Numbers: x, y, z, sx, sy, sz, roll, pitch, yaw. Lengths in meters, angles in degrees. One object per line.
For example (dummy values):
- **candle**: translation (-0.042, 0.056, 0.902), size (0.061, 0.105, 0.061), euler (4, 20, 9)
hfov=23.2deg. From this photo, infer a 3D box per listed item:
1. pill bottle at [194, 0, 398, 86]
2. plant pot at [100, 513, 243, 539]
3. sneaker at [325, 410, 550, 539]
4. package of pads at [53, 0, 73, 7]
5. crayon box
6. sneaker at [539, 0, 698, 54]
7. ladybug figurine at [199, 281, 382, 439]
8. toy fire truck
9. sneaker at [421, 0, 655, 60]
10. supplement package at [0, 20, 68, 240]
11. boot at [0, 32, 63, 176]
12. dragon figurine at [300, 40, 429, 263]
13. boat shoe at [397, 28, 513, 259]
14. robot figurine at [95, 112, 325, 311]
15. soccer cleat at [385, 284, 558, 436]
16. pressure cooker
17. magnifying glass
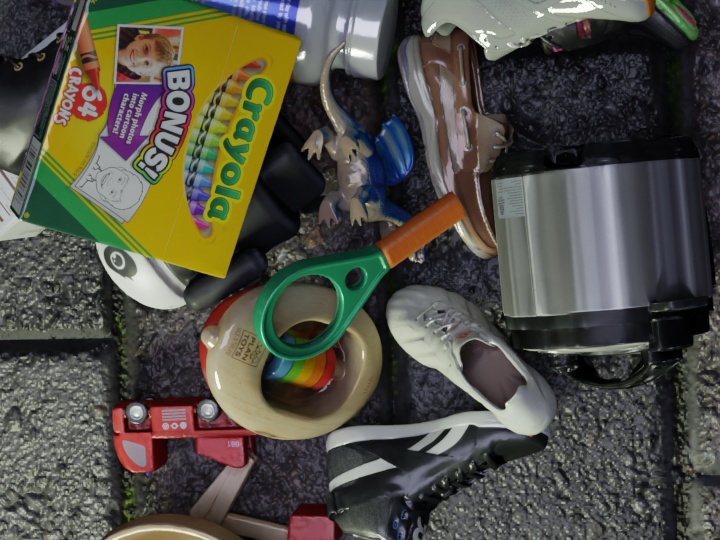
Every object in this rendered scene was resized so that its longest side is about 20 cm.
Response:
- **pill bottle**: translation (-0.073, -0.217, 1.480), size (0.199, 0.112, 0.113), euler (12, 96, 9)
- **plant pot**: translation (-0.149, 0.297, 1.534), size (0.200, 0.093, 0.202), euler (3, 105, 13)
- **sneaker**: translation (0.068, 0.186, 1.492), size (0.199, 0.073, 0.112), euler (-8, 67, 19)
- **package of pads**: translation (-0.326, -0.295, 1.492), size (0.199, 0.154, 0.068), euler (25, 93, 7)
- **crayon box**: translation (-0.160, -0.115, 1.370), size (0.172, 0.058, 0.201), euler (16, 97, -22)
- **sneaker**: translation (0.185, -0.217, 1.463), size (0.199, 0.077, 0.084), euler (19, 104, 17)
- **ladybug figurine**: translation (-0.065, 0.070, 1.477), size (0.072, 0.200, 0.136), euler (28, 92, 43)
- **toy fire truck**: translation (-0.118, 0.178, 1.551), size (0.199, 0.049, 0.142), euler (-3, 96, 11)
- **sneaker**: translation (0.139, -0.210, 1.408), size (0.199, 0.076, 0.092), euler (14, 107, 25)
- **supplement package**: translation (-0.257, -0.127, 1.517), size (0.200, 0.114, 0.110), euler (-37, 87, 11)
- **boot**: translation (-0.270, -0.166, 1.425), size (0.150, 0.073, 0.201), euler (13, 101, 9)
- **dragon figurine**: translation (0.005, -0.095, 1.473), size (0.059, 0.099, 0.201), euler (-6, 102, 35)
- **boat shoe**: translation (0.092, -0.110, 1.478), size (0.071, 0.076, 0.201), euler (-17, 93, 15)
- **robot figurine**: translation (-0.132, -0.053, 1.495), size (0.200, 0.150, 0.125), euler (-32, 105, 10)
- **soccer cleat**: translation (0.087, 0.063, 1.458), size (0.069, 0.078, 0.200), euler (-49, 52, -2)
- **pressure cooker**: translation (0.195, -0.004, 1.420), size (0.178, 0.176, 0.201), euler (-5, 90, 13)
- **magnifying glass**: translation (0.000, 0.000, 1.417), size (0.200, 0.022, 0.080), euler (-34, 123, -13)
